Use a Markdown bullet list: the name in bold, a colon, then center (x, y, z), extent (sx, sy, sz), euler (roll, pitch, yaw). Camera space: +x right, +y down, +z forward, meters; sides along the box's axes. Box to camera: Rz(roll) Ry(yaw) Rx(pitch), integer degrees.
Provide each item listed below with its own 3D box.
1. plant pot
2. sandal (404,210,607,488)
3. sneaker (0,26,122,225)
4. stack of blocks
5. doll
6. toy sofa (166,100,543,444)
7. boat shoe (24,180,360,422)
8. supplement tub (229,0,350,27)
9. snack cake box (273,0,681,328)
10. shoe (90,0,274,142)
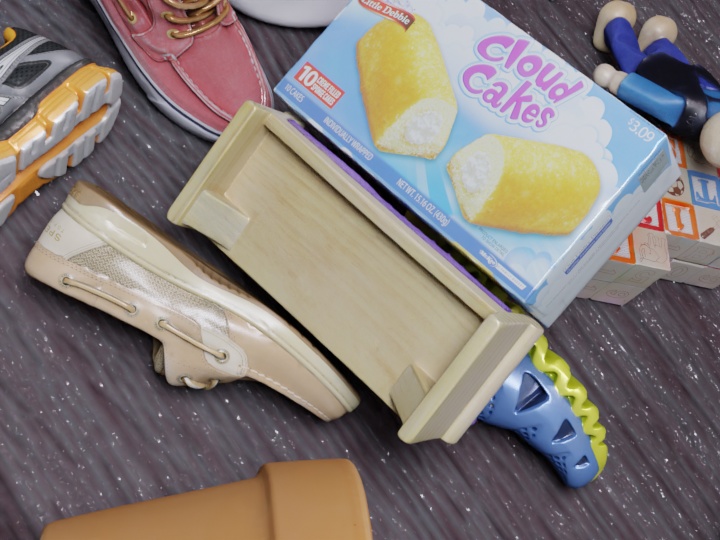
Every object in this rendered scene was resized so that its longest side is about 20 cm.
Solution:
- **plant pot**: center (-0.075, 0.185, 0.592), extent (0.139, 0.200, 0.201), euler (2, 63, -9)
- **sandal**: center (0.071, 0.057, 0.808), extent (0.087, 0.079, 0.200), euler (-40, 93, -5)
- **sneaker**: center (-0.218, -0.063, 0.712), extent (0.077, 0.078, 0.200), euler (37, 49, 10)
- **stack of blocks**: center (0.178, -0.041, 0.917), extent (0.199, 0.059, 0.116), euler (11, 60, -24)
- **doll**: center (0.224, -0.127, 0.940), extent (0.136, 0.049, 0.200), euler (14, 29, -22)
- **toy sofa**: center (0.000, 0.000, 0.729), extent (0.200, 0.083, 0.097), euler (42, 13, 21)
- **boat shoe**: center (-0.090, 0.031, 0.737), extent (0.200, 0.071, 0.065), euler (36, 88, -13)
- **supplement tub**: center (-0.038, -0.279, 0.871), extent (0.145, 0.145, 0.201), euler (7, 62, -25)
- **snack cake box**: center (0.063, -0.078, 0.741), extent (0.200, 0.067, 0.115), euler (41, 92, 25)
- **shoe**: center (-0.107, -0.158, 0.771), extent (0.071, 0.091, 0.200), euler (-45, 111, -22)
